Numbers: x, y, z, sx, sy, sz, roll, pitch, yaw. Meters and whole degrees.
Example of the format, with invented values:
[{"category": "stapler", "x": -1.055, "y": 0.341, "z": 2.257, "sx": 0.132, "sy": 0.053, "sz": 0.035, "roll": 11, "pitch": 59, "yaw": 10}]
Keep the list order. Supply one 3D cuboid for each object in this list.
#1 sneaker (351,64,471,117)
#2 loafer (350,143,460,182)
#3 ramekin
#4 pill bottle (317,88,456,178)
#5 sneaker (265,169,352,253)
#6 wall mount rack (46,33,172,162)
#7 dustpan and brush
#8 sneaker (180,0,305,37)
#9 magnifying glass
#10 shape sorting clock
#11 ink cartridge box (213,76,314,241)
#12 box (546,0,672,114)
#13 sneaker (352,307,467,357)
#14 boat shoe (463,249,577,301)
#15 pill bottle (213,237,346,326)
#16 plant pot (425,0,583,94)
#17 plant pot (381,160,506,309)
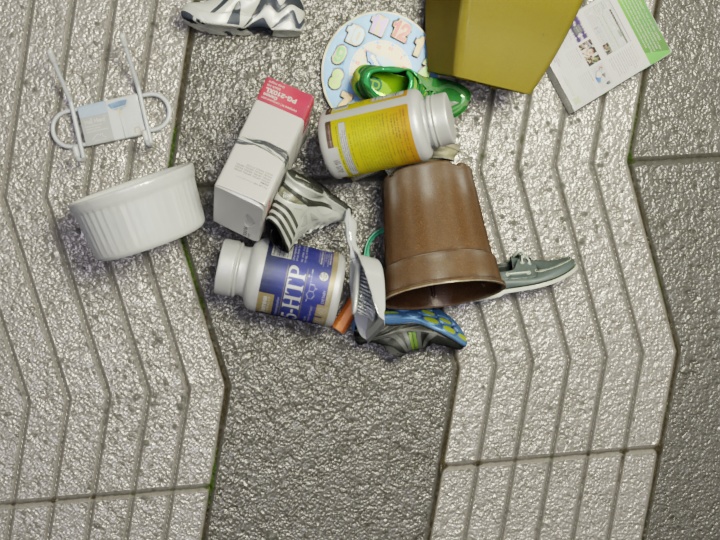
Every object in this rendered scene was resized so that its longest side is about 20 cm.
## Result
[{"category": "sneaker", "x": 0.084, "y": -0.281, "z": 1.341, "sx": 0.197, "sy": 0.084, "sz": 0.075, "roll": 8, "pitch": 101, "yaw": -13}, {"category": "loafer", "x": 0.066, "y": -0.181, "z": 1.385, "sx": 0.197, "sy": 0.076, "sz": 0.069, "roll": -3, "pitch": 95, "yaw": 5}, {"category": "ramekin", "x": -0.338, "y": -0.089, "z": 1.295, "sx": 0.198, "sy": 0.201, "sz": 0.099, "roll": -19, "pitch": 102, "yaw": -3}, {"category": "pill bottle", "x": 0.042, "y": -0.212, "z": 1.284, "sx": 0.197, "sy": 0.109, "sz": 0.111, "roll": -10, "pitch": 95, "yaw": 15}, {"category": "sneaker", "x": -0.092, "y": -0.084, "z": 1.326, "sx": 0.075, "sy": 0.200, "sz": 0.116, "roll": 38, "pitch": 98, "yaw": 22}, {"category": "wall mount rack", "x": -0.409, "y": -0.271, "z": 1.335, "sx": 0.197, "sy": 0.075, "sz": 0.176, "roll": -13, "pitch": 94, "yaw": -5}, {"category": "dustpan and brush", "x": 0.000, "y": 0.000, "z": 1.312, "sx": 0.056, "sy": 0.140, "sz": 0.203, "roll": 5, "pitch": 72, "yaw": -10}, {"category": "sneaker", "x": -0.186, "y": -0.448, "z": 1.341, "sx": 0.196, "sy": 0.079, "sz": 0.131, "roll": 1, "pitch": 92, "yaw": -5}, {"category": "magnifying glass", "x": 0.015, "y": 0.016, "z": 1.415, "sx": 0.079, "sy": 0.022, "sz": 0.201, "roll": 33, "pitch": 91, "yaw": -6}, {"category": "shape sorting clock", "x": 0.033, "y": -0.325, "z": 1.386, "sx": 0.197, "sy": 0.039, "sz": 0.203, "roll": 0, "pitch": 93, "yaw": -5}, {"category": "ink cartridge box", "x": -0.151, "y": -0.168, "z": 1.294, "sx": 0.083, "sy": 0.145, "sz": 0.202, "roll": 22, "pitch": 68, "yaw": -2}, {"category": "box", "x": 0.406, "y": -0.378, "z": 1.417, "sx": 0.199, "sy": 0.036, "sz": 0.145, "roll": -30, "pitch": 95, "yaw": -1}, {"category": "sneaker", "x": 0.082, "y": 0.105, "z": 1.411, "sx": 0.197, "sy": 0.071, "sz": 0.084, "roll": 8, "pitch": 116, "yaw": -8}, {"category": "boat shoe", "x": 0.266, "y": 0.000, "z": 1.410, "sx": 0.197, "sy": 0.073, "sz": 0.063, "roll": -14, "pitch": 99, "yaw": 1}, {"category": "pill bottle", "x": -0.130, "y": 0.013, "z": 1.353, "sx": 0.197, "sy": 0.120, "sz": 0.121, "roll": 11, "pitch": 93, "yaw": -5}, {"category": "plant pot", "x": 0.205, "y": -0.381, "z": 1.314, "sx": 0.198, "sy": 0.200, "sz": 0.179, "roll": 10, "pitch": 103, "yaw": -18}, {"category": "plant pot", "x": 0.119, "y": -0.055, "z": 1.332, "sx": 0.197, "sy": 0.200, "sz": 0.201, "roll": -5, "pitch": 76, "yaw": -4}]
